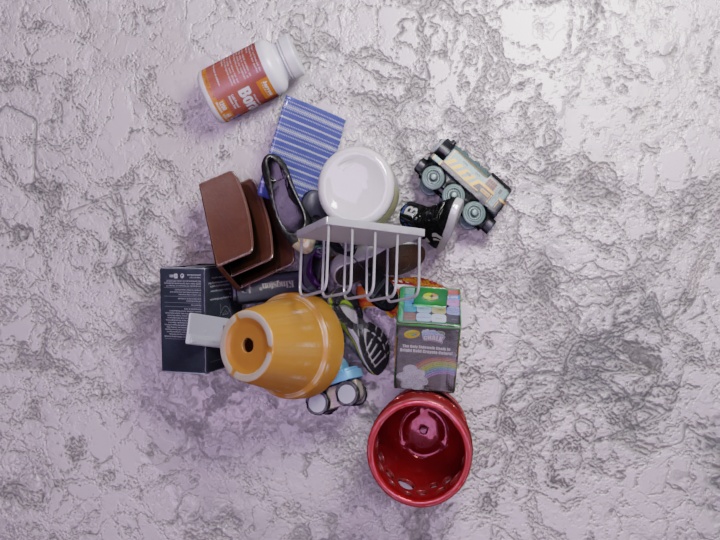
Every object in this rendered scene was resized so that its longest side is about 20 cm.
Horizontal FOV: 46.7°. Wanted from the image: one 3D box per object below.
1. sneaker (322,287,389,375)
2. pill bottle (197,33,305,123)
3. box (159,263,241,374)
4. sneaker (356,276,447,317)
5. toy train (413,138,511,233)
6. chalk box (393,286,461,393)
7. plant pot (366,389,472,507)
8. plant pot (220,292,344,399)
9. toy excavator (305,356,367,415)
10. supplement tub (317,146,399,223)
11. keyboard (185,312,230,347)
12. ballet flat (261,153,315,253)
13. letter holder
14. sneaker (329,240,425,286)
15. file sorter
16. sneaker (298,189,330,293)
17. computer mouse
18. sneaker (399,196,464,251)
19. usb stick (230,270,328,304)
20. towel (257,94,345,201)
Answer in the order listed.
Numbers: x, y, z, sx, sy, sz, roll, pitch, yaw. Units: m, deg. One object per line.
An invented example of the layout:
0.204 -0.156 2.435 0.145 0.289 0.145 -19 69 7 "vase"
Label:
-0.012 0.123 1.671 0.074 0.080 0.202 -39 106 -29 "sneaker"
-0.213 -0.383 1.648 0.196 0.112 0.114 -25 90 8 "pill bottle"
-0.312 0.091 1.654 0.104 0.148 0.206 0 92 21 "box"
0.089 0.055 1.662 0.195 0.073 0.079 4 107 14 "sneaker"
0.200 -0.166 1.629 0.199 0.085 0.114 41 84 5 "toy train"
0.128 0.110 1.577 0.121 0.125 0.204 4 121 4 "chalk box"
0.117 0.328 1.604 0.195 0.182 0.206 0 93 6 "plant pot"
-0.158 0.139 1.554 0.196 0.182 0.206 -3 84 30 "plant pot"
-0.096 0.190 1.679 0.190 0.100 0.205 -17 78 11 "toy excavator"
0.001 -0.151 1.587 0.141 0.200 0.149 0 90 7 "supplement tub"
-0.259 0.121 1.607 0.010 0.198 0.058 -4 79 35 "keyboard"
-0.142 -0.125 1.585 0.065 0.057 0.204 -25 89 5 "ballet flat"
-0.217 -0.092 1.624 0.139 0.101 0.203 -22 58 6 "letter holder"
0.030 -0.031 1.659 0.195 0.085 0.074 -11 119 -14 "sneaker"
-0.001 -0.012 1.500 0.196 0.138 0.128 5 81 -26 "file sorter"
-0.079 -0.058 1.630 0.073 0.087 0.206 -1 88 -21 "sneaker"
0.000 0.000 1.594 0.201 0.034 0.059 50 64 -12 "computer mouse"
0.126 -0.099 1.578 0.110 0.200 0.074 25 73 5 "sneaker"
-0.160 0.032 1.667 0.195 0.033 0.057 -6 91 -15 "usb stick"
-0.117 -0.225 1.654 0.142 0.024 0.205 16 94 -30 "towel"
